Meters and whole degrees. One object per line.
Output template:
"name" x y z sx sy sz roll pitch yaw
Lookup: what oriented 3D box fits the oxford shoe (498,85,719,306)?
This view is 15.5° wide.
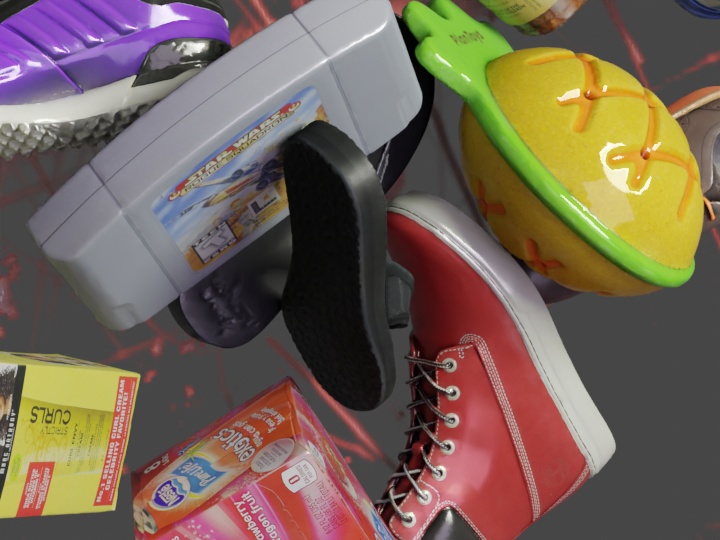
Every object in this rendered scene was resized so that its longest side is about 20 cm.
"oxford shoe" 0.159 -0.042 1.446 0.200 0.072 0.071 -36 112 -22

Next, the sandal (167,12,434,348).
"sandal" -0.020 -0.043 1.359 0.076 0.043 0.201 40 75 -27

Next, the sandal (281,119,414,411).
"sandal" 0.001 0.000 1.301 0.048 0.075 0.201 -34 151 -24

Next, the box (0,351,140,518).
"box" -0.163 0.075 1.215 0.200 0.050 0.076 17 84 -75

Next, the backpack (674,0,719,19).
"backpack" 0.192 -0.235 1.390 0.183 0.147 0.201 -31 101 -44

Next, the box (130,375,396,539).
"box" -0.023 0.169 1.332 0.099 0.096 0.200 -31 111 4

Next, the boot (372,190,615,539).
"boot" 0.037 0.070 1.391 0.144 0.072 0.200 -41 117 -19

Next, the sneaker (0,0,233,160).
"sneaker" -0.158 -0.110 1.265 0.199 0.070 0.100 -8 79 -20

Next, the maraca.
"maraca" 0.098 -0.067 1.364 0.200 0.137 0.107 47 108 6

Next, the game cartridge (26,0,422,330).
"game cartridge" -0.061 -0.054 1.267 0.200 0.133 0.042 -37 74 -3

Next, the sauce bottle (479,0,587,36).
"sauce bottle" 0.039 -0.200 1.366 0.200 0.066 0.066 39 76 -28
